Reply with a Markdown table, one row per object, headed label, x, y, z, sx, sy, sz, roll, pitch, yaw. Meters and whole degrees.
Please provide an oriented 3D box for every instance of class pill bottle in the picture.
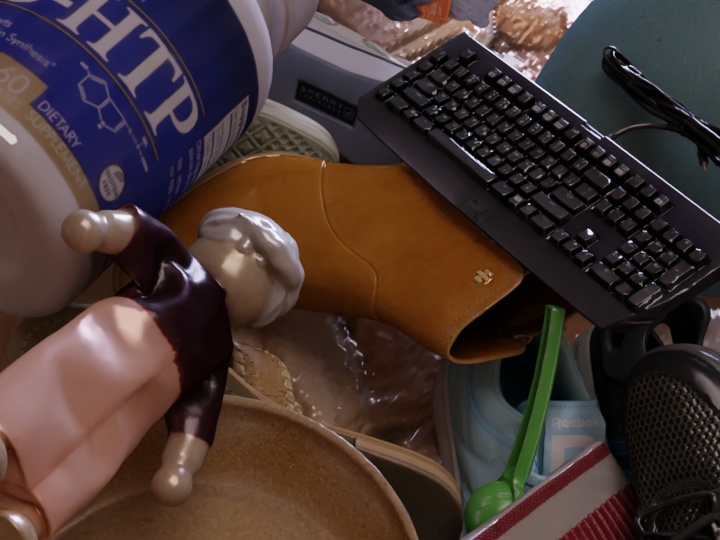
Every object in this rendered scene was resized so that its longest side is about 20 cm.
| label | x | y | z | sx | sy | sz | roll | pitch | yaw |
| --- | --- | --- | --- | --- | --- | --- | --- | --- | --- |
| pill bottle | -0.108 | -0.085 | 0.729 | 0.120 | 0.120 | 0.200 | 34 | 53 | 8 |

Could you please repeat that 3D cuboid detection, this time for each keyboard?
| label | x | y | z | sx | sy | sz | roll | pitch | yaw |
| --- | --- | --- | --- | --- | --- | --- | --- | --- | --- |
| keyboard | 0.099 | -0.056 | 0.764 | 0.127 | 0.021 | 0.200 | -30 | 48 | -19 |

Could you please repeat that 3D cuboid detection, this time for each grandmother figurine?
| label | x | y | z | sx | sy | sz | roll | pitch | yaw |
| --- | --- | --- | --- | --- | --- | --- | --- | --- | --- |
| grandmother figurine | -0.087 | 0.030 | 0.658 | 0.061 | 0.121 | 0.200 | 9 | 30 | 30 |

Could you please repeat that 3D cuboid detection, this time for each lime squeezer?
| label | x | y | z | sx | sy | sz | roll | pitch | yaw |
| --- | --- | --- | --- | --- | --- | --- | --- | --- | --- |
| lime squeezer | 0.036 | 0.108 | 0.724 | 0.071 | 0.038 | 0.200 | 44 | 89 | 2 |

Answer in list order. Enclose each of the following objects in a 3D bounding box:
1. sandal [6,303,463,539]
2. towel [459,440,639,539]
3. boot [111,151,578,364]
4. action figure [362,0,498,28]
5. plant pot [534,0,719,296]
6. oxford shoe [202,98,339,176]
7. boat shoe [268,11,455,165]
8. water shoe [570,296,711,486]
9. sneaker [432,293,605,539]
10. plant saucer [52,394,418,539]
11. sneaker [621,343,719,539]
| label | x | y | z | sx | sy | sz | roll | pitch | yaw |
| --- | --- | --- | --- | --- | --- | --- | --- | --- | --- |
| sandal | -0.055 | 0.068 | 0.760 | 0.212 | 0.078 | 0.070 | 25 | 16 | -9 |
| towel | 0.103 | 0.183 | 0.679 | 0.144 | 0.023 | 0.200 | -27 | 88 | -46 |
| boot | 0.001 | 0.000 | 0.771 | 0.201 | 0.071 | 0.144 | -22 | 38 | -16 |
| action figure | -0.010 | -0.181 | 0.933 | 0.193 | 0.200 | 0.105 | 21 | 88 | 2 |
| plant pot | 0.161 | -0.068 | 0.871 | 0.135 | 0.200 | 0.200 | -22 | 60 | -9 |
| oxford shoe | -0.107 | -0.077 | 0.842 | 0.200 | 0.075 | 0.058 | 10 | 38 | -11 |
| boat shoe | 0.017 | -0.091 | 0.906 | 0.202 | 0.075 | 0.086 | 26 | 38 | 10 |
| water shoe | 0.154 | 0.095 | 0.782 | 0.071 | 0.079 | 0.200 | 11 | 46 | -40 |
| sneaker | 0.079 | 0.098 | 0.760 | 0.074 | 0.082 | 0.200 | -2 | 53 | -21 |
| plant saucer | -0.072 | 0.141 | 0.668 | 0.200 | 0.035 | 0.200 | -2 | 53 | 3 |
| sneaker | 0.135 | 0.126 | 0.667 | 0.114 | 0.076 | 0.200 | -2 | 76 | -48 |
